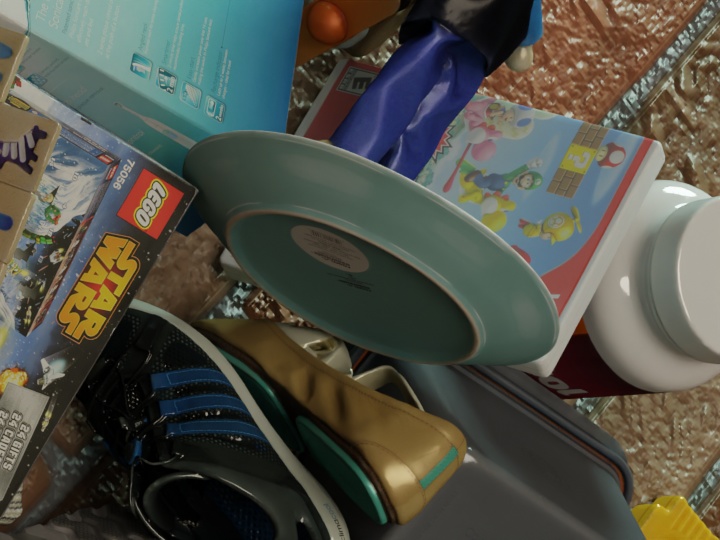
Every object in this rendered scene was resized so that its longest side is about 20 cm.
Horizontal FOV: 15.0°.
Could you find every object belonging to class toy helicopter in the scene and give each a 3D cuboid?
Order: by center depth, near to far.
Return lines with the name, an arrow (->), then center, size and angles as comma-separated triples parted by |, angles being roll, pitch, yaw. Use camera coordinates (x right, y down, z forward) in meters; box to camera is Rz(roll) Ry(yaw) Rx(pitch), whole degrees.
toy helicopter -> 0.014, -0.171, 1.422 | 0.079, 0.200, 0.132 | 43, 72, 12

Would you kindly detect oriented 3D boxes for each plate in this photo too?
plate -> 0.000, 0.000, 1.306 | 0.200, 0.200, 0.026 | 37, 67, -25

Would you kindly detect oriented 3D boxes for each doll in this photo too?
doll -> 0.049, -0.126, 1.396 | 0.201, 0.048, 0.136 | -57, 147, -5

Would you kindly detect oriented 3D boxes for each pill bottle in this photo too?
pill bottle -> 0.138, 0.011, 1.470 | 0.112, 0.199, 0.114 | 4, 83, -33

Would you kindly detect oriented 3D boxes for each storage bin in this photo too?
storage bin -> 0.059, 0.136, 1.424 | 0.200, 0.134, 0.146 | 35, 100, -26

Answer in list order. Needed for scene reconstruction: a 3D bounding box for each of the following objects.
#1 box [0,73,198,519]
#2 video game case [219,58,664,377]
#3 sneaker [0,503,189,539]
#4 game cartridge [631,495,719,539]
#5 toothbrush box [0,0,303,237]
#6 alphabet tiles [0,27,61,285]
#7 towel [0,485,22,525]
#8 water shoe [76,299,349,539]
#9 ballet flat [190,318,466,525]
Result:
box -> -0.184, 0.011, 1.283 | 0.137, 0.040, 0.201 | 32, 88, -31
video game case -> 0.041, -0.032, 1.426 | 0.144, 0.199, 0.017 | -60, 149, -23
sneaker -> -0.174, 0.170, 1.322 | 0.199, 0.075, 0.083 | -5, 108, -24
game cartridge -> 0.187, 0.256, 1.580 | 0.200, 0.032, 0.177 | 50, 61, -20
toothbrush box -> -0.132, -0.132, 1.350 | 0.199, 0.085, 0.147 | 29, 49, -30
alphabet tiles -> -0.235, -0.048, 1.241 | 0.167, 0.199, 0.006 | -69, 156, -5
towel -> -0.231, 0.012, 1.323 | 0.192, 0.034, 0.202 | 15, 76, -32
water shoe -> -0.087, 0.086, 1.334 | 0.200, 0.072, 0.079 | 42, 23, 18
ballet flat -> -0.015, 0.066, 1.369 | 0.063, 0.200, 0.069 | -36, 130, -16
